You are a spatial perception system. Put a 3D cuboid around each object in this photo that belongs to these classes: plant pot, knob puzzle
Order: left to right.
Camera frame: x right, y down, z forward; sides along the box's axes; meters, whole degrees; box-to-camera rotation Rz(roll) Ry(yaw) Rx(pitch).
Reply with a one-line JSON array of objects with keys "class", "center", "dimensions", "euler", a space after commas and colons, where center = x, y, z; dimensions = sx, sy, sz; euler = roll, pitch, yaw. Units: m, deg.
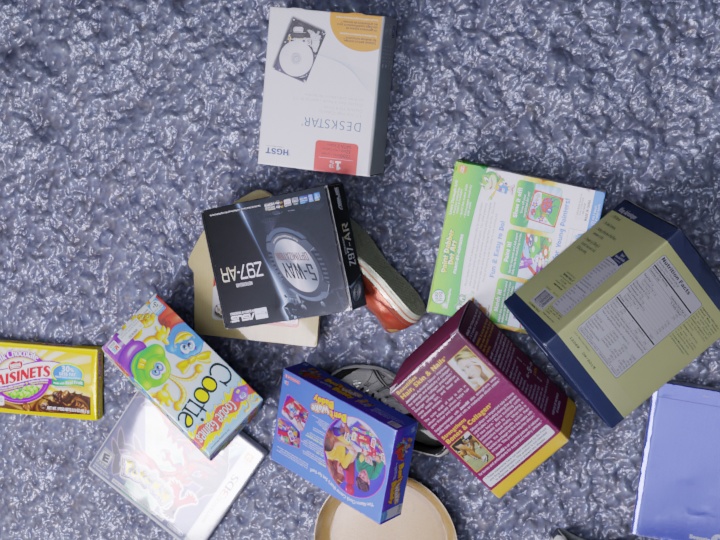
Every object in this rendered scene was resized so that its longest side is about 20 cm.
[{"class": "knob puzzle", "center": [-0.134, -0.008, 1.783], "dimensions": [0.217, 0.030, 0.223], "euler": [2, 98, 14]}, {"class": "plant pot", "center": [0.036, 0.366, 1.792], "dimensions": [0.197, 0.027, 0.203], "euler": [2, 98, 14]}]

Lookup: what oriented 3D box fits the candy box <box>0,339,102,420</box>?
[{"class": "candy box", "center": [-0.460, 0.153, 1.883], "dimensions": [0.197, 0.026, 0.104], "euler": [3, 94, 13]}]

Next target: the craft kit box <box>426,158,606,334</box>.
[{"class": "craft kit box", "center": [0.198, -0.024, 1.697], "dimensions": [0.195, 0.049, 0.203], "euler": [13, 100, 9]}]

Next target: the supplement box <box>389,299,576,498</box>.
[{"class": "supplement box", "center": [0.156, 0.162, 1.677], "dimensions": [0.200, 0.103, 0.131], "euler": [45, 115, -5]}]

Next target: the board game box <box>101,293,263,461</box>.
[{"class": "board game box", "center": [-0.235, 0.145, 1.772], "dimensions": [0.200, 0.105, 0.103], "euler": [44, 77, 5]}]

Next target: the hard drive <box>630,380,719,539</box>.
[{"class": "hard drive", "center": [0.422, 0.247, 1.686], "dimensions": [0.130, 0.025, 0.203], "euler": [9, 99, 12]}]

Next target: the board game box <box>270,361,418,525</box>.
[{"class": "board game box", "center": [-0.025, 0.221, 1.726], "dimensions": [0.199, 0.045, 0.136], "euler": [25, 115, 35]}]

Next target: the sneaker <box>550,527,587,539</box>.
[{"class": "sneaker", "center": [0.330, 0.386, 1.700], "dimensions": [0.198, 0.073, 0.072], "euler": [15, 103, 11]}]

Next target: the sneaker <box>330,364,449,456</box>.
[{"class": "sneaker", "center": [0.040, 0.182, 1.737], "dimensions": [0.198, 0.088, 0.076], "euler": [20, 103, 12]}]

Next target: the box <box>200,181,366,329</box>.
[{"class": "box", "center": [-0.100, -0.017, 1.712], "dimensions": [0.198, 0.043, 0.162], "euler": [-8, 95, 29]}]

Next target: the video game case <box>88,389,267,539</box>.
[{"class": "video game case", "center": [-0.255, 0.263, 1.850], "dimensions": [0.199, 0.023, 0.183], "euler": [37, 103, 7]}]

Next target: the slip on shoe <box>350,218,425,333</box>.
[{"class": "slip on shoe", "center": [0.000, 0.000, 1.735], "dimensions": [0.200, 0.074, 0.061], "euler": [49, 119, 3]}]

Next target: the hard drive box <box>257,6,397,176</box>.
[{"class": "hard drive box", "center": [-0.042, -0.230, 1.711], "dimensions": [0.154, 0.077, 0.203], "euler": [6, 99, 13]}]

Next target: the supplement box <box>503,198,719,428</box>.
[{"class": "supplement box", "center": [0.304, 0.045, 1.567], "dimensions": [0.199, 0.200, 0.135], "euler": [-40, 105, 2]}]
